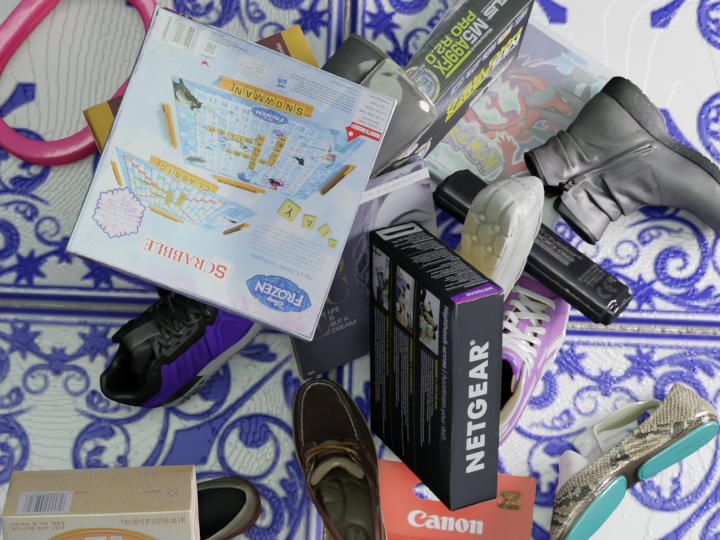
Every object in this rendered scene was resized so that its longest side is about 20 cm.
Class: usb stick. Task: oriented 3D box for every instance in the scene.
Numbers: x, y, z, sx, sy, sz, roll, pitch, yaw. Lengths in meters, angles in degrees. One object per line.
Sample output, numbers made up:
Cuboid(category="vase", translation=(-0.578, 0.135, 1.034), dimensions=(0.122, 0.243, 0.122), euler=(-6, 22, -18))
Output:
Cuboid(category="usb stick", translation=(0.152, -0.023, 1.580), dimensions=(0.200, 0.033, 0.055), euler=(37, 41, 16))

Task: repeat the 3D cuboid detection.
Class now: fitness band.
Cuboid(category="fitness band", translation=(-0.269, -0.192, 1.650), dimensions=(0.144, 0.037, 0.200), euler=(37, 81, 7))

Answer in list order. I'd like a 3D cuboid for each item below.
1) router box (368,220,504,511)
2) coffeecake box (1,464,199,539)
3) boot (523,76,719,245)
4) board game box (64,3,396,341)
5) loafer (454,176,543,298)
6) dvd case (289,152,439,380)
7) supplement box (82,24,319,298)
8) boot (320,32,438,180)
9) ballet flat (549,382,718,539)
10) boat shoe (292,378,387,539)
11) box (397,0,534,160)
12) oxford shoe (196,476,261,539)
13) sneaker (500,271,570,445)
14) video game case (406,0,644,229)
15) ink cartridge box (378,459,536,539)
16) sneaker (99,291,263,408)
Cuboid(category="router box", translation=(0.061, 0.080, 1.491), dimensions=(0.051, 0.149, 0.200), euler=(-13, 120, -24))
Cuboid(category="coffeecake box", translation=(-0.209, 0.267, 1.479), dimensions=(0.153, 0.073, 0.200), euler=(-2, 116, -1))
Cuboid(category="boot", translation=(0.251, -0.066, 1.613), dimensions=(0.132, 0.070, 0.200), euler=(-44, 83, -9))
Cuboid(category="board game box", translation=(-0.098, -0.073, 1.356), dimensions=(0.200, 0.041, 0.200), euler=(21, 84, -10))
Cuboid(category="loafer", translation=(0.108, 0.001, 1.540), dimensions=(0.070, 0.200, 0.070), euler=(44, 44, 20))
Cuboid(category="dvd case", translation=(0.000, 0.000, 1.537), dimensions=(0.148, 0.200, 0.016), euler=(-22, 45, -10))
Cuboid(category="supplement box", translation=(-0.116, -0.089, 1.546), dimensions=(0.197, 0.200, 0.133), euler=(-23, 79, -6))
Cuboid(category="boot", translation=(-0.064, -0.113, 1.414), dimensions=(0.182, 0.073, 0.200), euler=(40, 87, -8))
Cuboid(category="ballet flat", translation=(0.225, 0.170, 1.572), dimensions=(0.200, 0.068, 0.075), euler=(-37, 59, -14))
Cuboid(category="boat shoe", translation=(-0.016, 0.177, 1.541), dimensions=(0.072, 0.072, 0.200), euler=(-9, 63, -4))
Cuboid(category="box", translation=(0.068, -0.159, 1.562), dimensions=(0.044, 0.160, 0.200), euler=(41, 79, 8))
Cuboid(category="oxford shoe", translation=(-0.182, 0.229, 1.539), dimensions=(0.200, 0.075, 0.071), euler=(-28, 79, -7))
Cuboid(category="sneaker", translation=(0.141, 0.065, 1.561), dimensions=(0.073, 0.114, 0.201), euler=(20, 76, 5))
Cuboid(category="video game case", translation=(0.134, -0.148, 1.654), dimensions=(0.200, 0.023, 0.182), euler=(35, 79, 7))
Cuboid(category="ink cartridge box", translation=(0.068, 0.271, 1.549), dimensions=(0.162, 0.057, 0.200), euler=(7, 82, 1))
Cuboid(category="sneaker", translation=(-0.155, 0.052, 1.515), dimensions=(0.200, 0.099, 0.070), euler=(-51, 59, 29))
